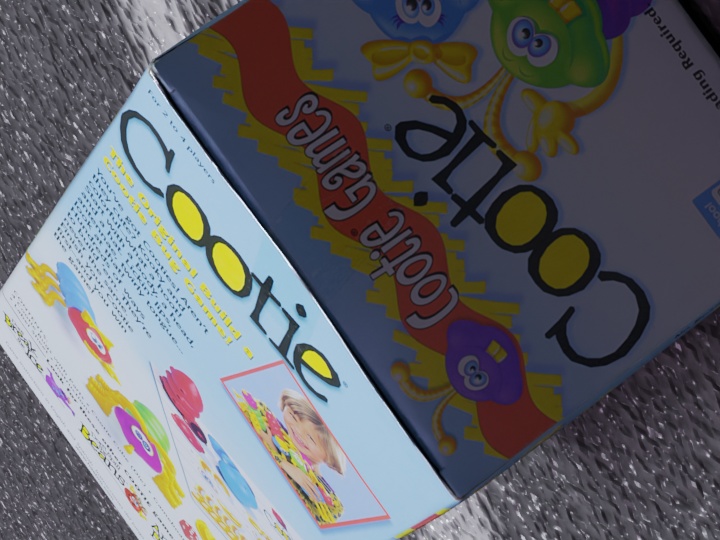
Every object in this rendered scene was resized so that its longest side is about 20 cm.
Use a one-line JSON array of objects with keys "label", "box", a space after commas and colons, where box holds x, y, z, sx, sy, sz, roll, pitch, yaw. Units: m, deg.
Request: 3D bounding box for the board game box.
[{"label": "board game box", "box": [0.000, 0.000, 0.668, 0.105, 0.103, 0.200, 54, 159, 2]}]
